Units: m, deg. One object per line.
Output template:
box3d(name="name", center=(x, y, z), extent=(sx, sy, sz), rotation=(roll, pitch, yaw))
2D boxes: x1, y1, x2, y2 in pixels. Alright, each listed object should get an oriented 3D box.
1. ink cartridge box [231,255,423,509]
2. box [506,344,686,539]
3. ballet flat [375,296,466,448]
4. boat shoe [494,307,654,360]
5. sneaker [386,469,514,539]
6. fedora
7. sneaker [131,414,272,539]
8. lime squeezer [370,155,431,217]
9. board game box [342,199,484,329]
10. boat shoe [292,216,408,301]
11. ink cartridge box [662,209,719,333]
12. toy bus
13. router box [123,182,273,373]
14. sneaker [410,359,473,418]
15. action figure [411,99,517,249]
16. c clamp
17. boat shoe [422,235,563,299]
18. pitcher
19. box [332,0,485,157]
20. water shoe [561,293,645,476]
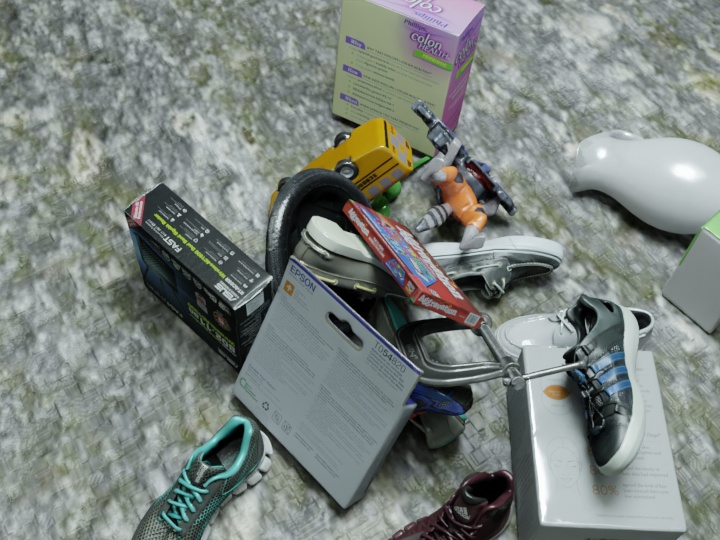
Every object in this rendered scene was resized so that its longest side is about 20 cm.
box3d(name="ink cartridge box", center=(-0.035, 0.117, 0.902), extent=(0.199, 0.202, 0.040), rotation=(41, 31, 23))
box3d(name="box", center=(0.247, 0.198, 0.909), extent=(0.148, 0.107, 0.204), rotation=(3, 56, -1))
box3d(name="ballet flat", center=(0.052, 0.119, 0.983), extent=(0.063, 0.067, 0.202), rotation=(-37, 58, 9))
box3d(name="boat shoe", center=(0.261, 0.076, 1.016), extent=(0.195, 0.069, 0.073), rotation=(3, 55, -1))
box3d(name="sneaker", center=(0.082, 0.265, 0.849), extent=(0.198, 0.117, 0.076), rotation=(-35, 63, -24))
box3d(name="fedora", center=(-0.061, -0.018, 1.025), extent=(0.198, 0.091, 0.206), rotation=(7, 79, -40))
box3d(name="sneaker", center=(-0.173, 0.229, 0.875), extent=(0.077, 0.092, 0.201), rotation=(30, 59, 18))
box3d(name="lime squeezer", center=(0.051, -0.097, 1.143), extent=(0.069, 0.038, 0.203), rotation=(11, 55, 5))
box3d(name="board game box", center=(0.057, -0.011, 0.956), extent=(0.102, 0.020, 0.201), rotation=(24, 19, -37))
box3d(name="boat shoe", center=(-0.001, -0.002, 0.973), extent=(0.061, 0.200, 0.072), rotation=(-52, 48, 14))
box3d(name="ink cartridge box", center=(0.494, -0.039, 1.060), extent=(0.199, 0.147, 0.084), rotation=(-36, 64, -24))
box3d(name="toy bus", center=(-0.031, -0.113, 1.084), extent=(0.198, 0.078, 0.066), rotation=(-34, 38, 27))
box3d(name="router box", center=(-0.186, 0.013, 0.987), extent=(0.199, 0.151, 0.062), rotation=(39, 61, 22))
box3d(name="sneaker", center=(0.041, 0.142, 0.921), extent=(0.197, 0.080, 0.075), rotation=(-1, 8, 43))
box3d(name="action figure", center=(0.109, -0.117, 1.091), extent=(0.200, 0.104, 0.194), rotation=(48, 18, -2))
box3d(name="c clamp", center=(0.122, 0.087, 0.897), extent=(0.167, 0.028, 0.200), rotation=(-11, 19, -8))
box3d(name="boat shoe", center=(0.163, 0.004, 1.069), extent=(0.195, 0.072, 0.072), rotation=(-5, 64, 6))
box3d(name="pitcher", center=(0.411, -0.138, 1.153), extent=(0.197, 0.123, 0.171), rotation=(22, 41, 25))
box3d(name="box", center=(0.062, -0.295, 1.175), extent=(0.173, 0.202, 0.097), rotation=(25, 50, 15))
box3d(name="water shoe", center=(0.239, 0.114, 0.852), extent=(0.077, 0.072, 0.202), rotation=(22, 46, -8))
